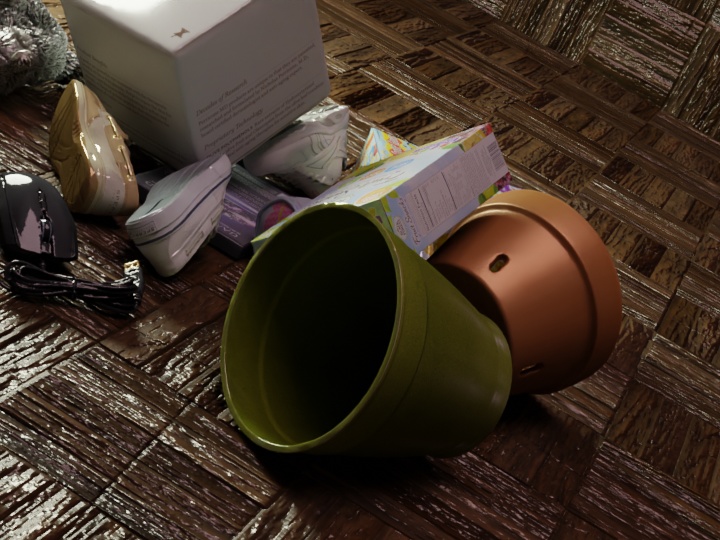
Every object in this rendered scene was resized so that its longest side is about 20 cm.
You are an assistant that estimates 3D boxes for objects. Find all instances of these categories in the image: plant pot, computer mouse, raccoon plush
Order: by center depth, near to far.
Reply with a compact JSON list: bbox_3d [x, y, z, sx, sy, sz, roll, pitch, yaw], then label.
[{"bbox_3d":[0.021,0.072,1.255,0.192,0.201,0.201,24,17,-42],"label":"plant pot"},{"bbox_3d":[-0.257,-0.034,1.339,0.139,0.046,0.200,14,24,-27],"label":"computer mouse"},{"bbox_3d":[0.131,0.037,1.465,0.199,0.202,0.139,38,39,28],"label":"plant pot"},{"bbox_3d":[-0.336,-0.221,1.639,0.198,0.097,0.135,12,32,-34],"label":"raccoon plush"}]

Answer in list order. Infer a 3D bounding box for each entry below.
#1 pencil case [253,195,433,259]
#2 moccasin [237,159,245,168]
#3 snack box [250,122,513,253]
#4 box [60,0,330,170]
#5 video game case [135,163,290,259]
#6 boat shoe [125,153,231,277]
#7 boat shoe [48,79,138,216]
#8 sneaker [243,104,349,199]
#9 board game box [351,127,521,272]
[{"bbox_3d":[-0.015,-0.023,1.557,0.198,0.083,0.091,8,42,-41],"label":"pencil case"},{"bbox_3d":[-0.109,-0.175,1.803,0.067,0.081,0.200,-6,29,31],"label":"moccasin"},{"bbox_3d":[0.022,-0.056,1.421,0.200,0.167,0.068,-39,107,-48],"label":"snack box"},{"bbox_3d":[-0.173,-0.241,1.619,0.199,0.173,0.198,-38,50,-26],"label":"box"},{"bbox_3d":[-0.145,-0.074,1.612,0.142,0.019,0.200,31,22,11],"label":"video game case"},{"bbox_3d":[-0.170,-0.052,1.470,0.067,0.073,0.200,68,25,-16],"label":"boat shoe"},{"bbox_3d":[-0.260,-0.115,1.504,0.069,0.074,0.201,17,32,-30],"label":"boat shoe"},{"bbox_3d":[-0.062,-0.125,1.735,0.077,0.101,0.199,-4,14,32],"label":"sneaker"},{"bbox_3d":[0.086,-0.066,1.751,0.198,0.106,0.103,21,21,-14],"label":"board game box"}]
